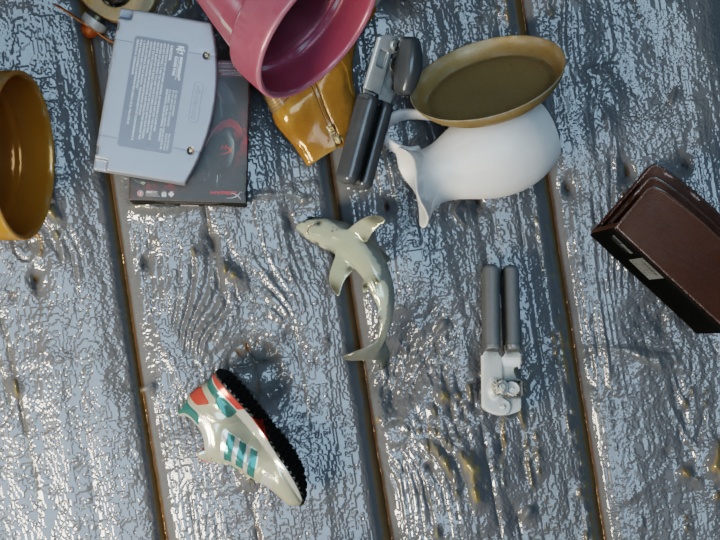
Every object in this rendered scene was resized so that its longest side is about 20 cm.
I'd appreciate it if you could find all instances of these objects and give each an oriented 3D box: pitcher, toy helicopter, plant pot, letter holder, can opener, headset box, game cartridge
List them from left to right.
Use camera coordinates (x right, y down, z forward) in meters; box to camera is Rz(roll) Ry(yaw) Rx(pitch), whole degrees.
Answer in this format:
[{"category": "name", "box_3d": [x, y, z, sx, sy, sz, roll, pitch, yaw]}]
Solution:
[{"category": "plant pot", "box_3d": [-0.487, -0.136, 1.594, 0.183, 0.200, 0.201, 0, 88, 8]}, {"category": "toy helicopter", "box_3d": [-0.351, -0.353, 1.678, 0.199, 0.079, 0.133, 9, 96, 4]}, {"category": "game cartridge", "box_3d": [-0.242, -0.208, 1.619, 0.133, 0.040, 0.201, 10, 87, -1]}, {"category": "headset box", "box_3d": [-0.213, -0.182, 1.676, 0.148, 0.075, 0.201, 2, 88, -5]}, {"category": "plant pot", "box_3d": [-0.108, -0.335, 1.588, 0.200, 0.200, 0.179, -45, 71, -6]}, {"category": "can opener", "box_3d": [0.026, -0.200, 1.680, 0.053, 0.067, 0.200, 18, 85, -42]}, {"category": "pitcher", "box_3d": [0.137, -0.163, 1.705, 0.200, 0.121, 0.172, -22, 63, -8]}, {"category": "plant pot", "box_3d": [0.162, -0.234, 1.682, 0.200, 0.200, 0.028, -26, 125, -7]}, {"category": "can opener", "box_3d": [0.178, 0.092, 1.727, 0.052, 0.066, 0.201, 2, 79, -9]}, {"category": "letter holder", "box_3d": [0.429, -0.036, 1.738, 0.200, 0.101, 0.142, 42, 82, -4]}]

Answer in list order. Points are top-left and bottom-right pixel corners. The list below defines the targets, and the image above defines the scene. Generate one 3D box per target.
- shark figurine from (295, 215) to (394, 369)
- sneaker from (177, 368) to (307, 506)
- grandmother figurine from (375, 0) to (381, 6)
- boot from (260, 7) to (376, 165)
[{"category": "shark figurine", "box_3d": [0.018, 0.011, 1.702, 0.128, 0.089, 0.215, -27, 83, 26]}, {"category": "sneaker", "box_3d": [-0.150, 0.225, 1.684, 0.093, 0.070, 0.200, -35, 95, 11]}, {"category": "grandmother figurine", "box_3d": [0.058, -0.390, 1.699, 0.200, 0.061, 0.121, -36, 74, -24]}, {"category": "boot", "box_3d": [-0.026, -0.239, 1.713, 0.201, 0.071, 0.144, -39, 104, -12]}]
